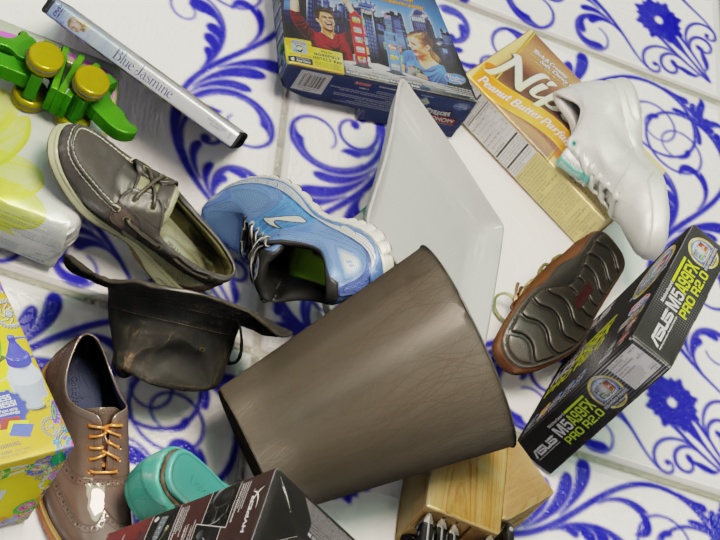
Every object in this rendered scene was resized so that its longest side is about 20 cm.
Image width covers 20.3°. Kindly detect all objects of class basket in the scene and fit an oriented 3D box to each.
[{"bbox_3d":[-0.002,0.102,1.608,0.200,0.136,0.181,-24,98,-9],"label":"basket"}]

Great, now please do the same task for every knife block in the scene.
[{"bbox_3d":[0.064,0.191,1.669,0.175,0.064,0.200,-22,70,-39],"label":"knife block"}]

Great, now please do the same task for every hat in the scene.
[{"bbox_3d":[-0.157,0.053,1.601,0.200,0.201,0.081,19,86,-17],"label":"hat"}]

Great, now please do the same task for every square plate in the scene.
[{"bbox_3d":[0.063,-0.038,1.795,0.200,0.028,0.198,53,34,-33],"label":"square plate"}]

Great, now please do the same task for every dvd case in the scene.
[{"bbox_3d":[-0.184,-0.171,1.755,0.200,0.018,0.143,36,3,-3],"label":"dvd case"}]

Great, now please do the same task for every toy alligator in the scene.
[{"bbox_3d":[-0.268,-0.170,1.651,0.200,0.059,0.054,27,49,-8],"label":"toy alligator"}]

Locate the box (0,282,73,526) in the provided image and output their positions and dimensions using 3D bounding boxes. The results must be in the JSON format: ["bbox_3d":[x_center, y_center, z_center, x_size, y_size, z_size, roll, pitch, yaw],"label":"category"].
[{"bbox_3d":[-0.349,0.097,1.464,0.200,0.122,0.193,-13,64,-36],"label":"box"}]

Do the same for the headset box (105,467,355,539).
[{"bbox_3d":[-0.092,0.240,1.452,0.149,0.200,0.077,45,42,-25],"label":"headset box"}]

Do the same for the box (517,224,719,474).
[{"bbox_3d":[0.227,0.071,1.756,0.044,0.200,0.160,37,48,-3],"label":"box"}]

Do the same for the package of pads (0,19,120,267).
[{"bbox_3d":[-0.291,-0.112,1.682,0.154,0.068,0.200,21,50,-13],"label":"package of pads"}]

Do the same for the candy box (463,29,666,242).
[{"bbox_3d":[0.191,-0.131,1.978,0.200,0.055,0.115,47,49,8],"label":"candy box"}]

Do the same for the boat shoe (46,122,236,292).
[{"bbox_3d":[-0.175,-0.054,1.652,0.201,0.066,0.072,49,41,-34],"label":"boat shoe"}]

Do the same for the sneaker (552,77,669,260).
[{"bbox_3d":[0.231,-0.093,1.903,0.088,0.075,0.200,-3,56,-15],"label":"sneaker"}]

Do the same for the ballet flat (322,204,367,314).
[{"bbox_3d":[0.000,0.000,1.772,0.070,0.067,0.200,9,51,-6],"label":"ballet flat"}]

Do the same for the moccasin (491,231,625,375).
[{"bbox_3d":[0.171,0.033,1.843,0.074,0.078,0.201,48,43,-12],"label":"moccasin"}]

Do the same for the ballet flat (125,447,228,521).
[{"bbox_3d":[-0.105,0.205,1.541,0.200,0.070,0.067,46,48,-28],"label":"ballet flat"}]

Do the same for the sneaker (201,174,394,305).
[{"bbox_3d":[-0.068,-0.023,1.689,0.200,0.079,0.089,21,33,40],"label":"sneaker"}]

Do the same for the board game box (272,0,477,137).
[{"bbox_3d":[0.001,-0.241,1.945,0.199,0.062,0.200,10,53,-23],"label":"board game box"}]

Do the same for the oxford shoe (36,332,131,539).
[{"bbox_3d":[-0.209,0.142,1.542,0.071,0.073,0.200,0,58,-29],"label":"oxford shoe"}]
